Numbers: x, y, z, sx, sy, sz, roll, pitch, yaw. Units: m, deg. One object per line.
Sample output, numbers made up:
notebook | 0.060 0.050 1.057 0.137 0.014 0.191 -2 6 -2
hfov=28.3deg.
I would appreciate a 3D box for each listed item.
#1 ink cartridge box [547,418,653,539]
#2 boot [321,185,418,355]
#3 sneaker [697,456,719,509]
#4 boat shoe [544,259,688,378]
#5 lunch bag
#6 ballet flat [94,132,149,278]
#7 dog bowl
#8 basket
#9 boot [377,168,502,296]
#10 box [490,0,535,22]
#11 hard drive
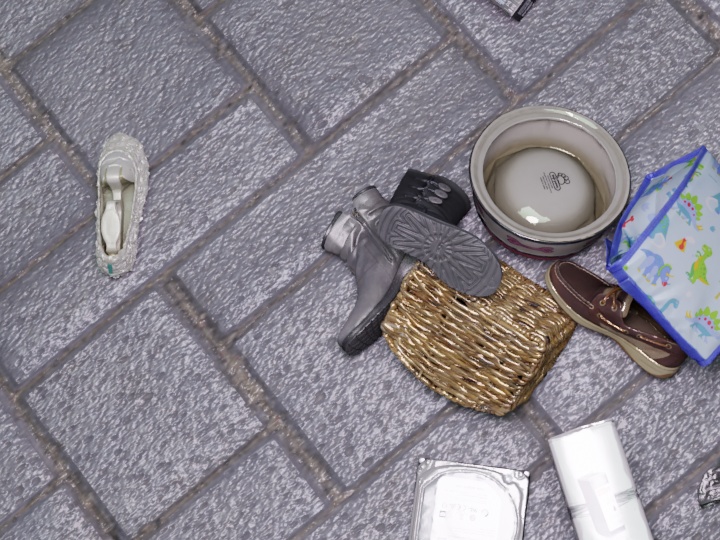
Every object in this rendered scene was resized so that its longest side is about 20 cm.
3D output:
ink cartridge box | 0.284 0.284 1.643 0.084 0.146 0.201 -16 74 5
boot | 0.000 0.000 1.801 0.131 0.070 0.200 32 71 17
sneaker | 0.498 0.234 1.674 0.198 0.060 0.105 3 75 14
boat shoe | 0.315 0.045 1.725 0.200 0.072 0.072 41 51 12
lunch bag | 0.381 -0.011 1.663 0.170 0.127 0.200 44 52 -11
ballet flat | -0.314 -0.092 1.861 0.071 0.072 0.202 -3 75 7
dog bowl | 0.228 -0.102 1.761 0.198 0.074 0.201 1 60 -3
basket | 0.144 0.075 1.758 0.199 0.149 0.143 33 115 14
boot | 0.107 -0.050 1.734 0.164 0.200 0.066 34 107 0
box | 0.175 -0.449 1.867 0.200 0.050 0.158 40 102 15
hard drive | 0.125 0.332 1.709 0.139 0.038 0.202 7 78 10
